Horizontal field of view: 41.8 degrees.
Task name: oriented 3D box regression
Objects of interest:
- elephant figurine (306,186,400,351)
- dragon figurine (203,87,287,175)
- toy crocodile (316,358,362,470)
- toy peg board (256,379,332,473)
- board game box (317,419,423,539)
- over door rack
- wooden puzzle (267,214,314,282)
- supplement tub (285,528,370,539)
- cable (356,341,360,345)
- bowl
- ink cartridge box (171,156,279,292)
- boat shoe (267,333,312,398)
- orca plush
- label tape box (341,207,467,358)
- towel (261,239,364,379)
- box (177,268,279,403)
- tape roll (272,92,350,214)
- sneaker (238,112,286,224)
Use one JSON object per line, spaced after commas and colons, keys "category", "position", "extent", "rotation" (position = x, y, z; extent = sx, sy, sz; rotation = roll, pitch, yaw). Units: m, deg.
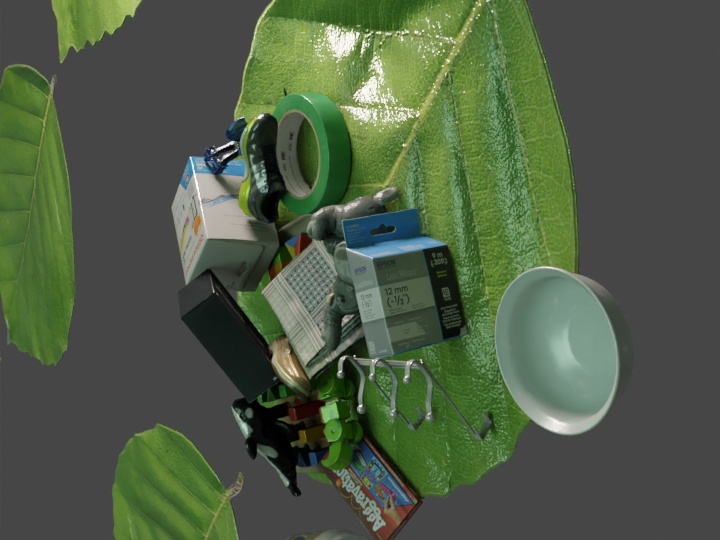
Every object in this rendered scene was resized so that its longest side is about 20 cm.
{"category": "elephant figurine", "position": [0.000, 0.000, 1.465], "extent": [0.155, 0.139, 0.203], "rotation": [124, 134, -63]}
{"category": "dragon figurine", "position": [-0.201, -0.242, 1.696], "extent": [0.199, 0.099, 0.059], "rotation": [-36, 88, 36]}
{"category": "toy crocodile", "position": [-0.044, 0.237, 1.610], "extent": [0.061, 0.067, 0.203], "rotation": [-21, 68, 30]}
{"category": "toy peg board", "position": [-0.123, 0.281, 1.734], "extent": [0.199, 0.097, 0.203], "rotation": [-16, 85, 55]}
{"category": "board game box", "position": [0.013, 0.356, 1.584], "extent": [0.104, 0.019, 0.200], "rotation": [-53, 50, 10]}
{"category": "over door rack", "position": [0.073, 0.191, 1.338], "extent": [0.146, 0.200, 0.067], "rotation": [-1, 57, 46]}
{"category": "wooden puzzle", "position": [-0.114, 0.016, 1.698], "extent": [0.184, 0.046, 0.203], "rotation": [-26, 77, 54]}
{"category": "supplement tub", "position": [-0.060, 0.535, 1.667], "extent": [0.199, 0.143, 0.147], "rotation": [-28, 76, 53]}
{"category": "cable", "position": [-0.079, 0.083, 1.636], "extent": [0.199, 0.050, 0.098], "rotation": [28, 150, 37]}
{"category": "bowl", "position": [0.261, 0.089, 1.144], "extent": [0.200, 0.089, 0.205], "rotation": [20, 115, 51]}
{"category": "ink cartridge box", "position": [-0.255, -0.084, 1.757], "extent": [0.148, 0.142, 0.202], "rotation": [-58, 40, 43]}
{"category": "boat shoe", "position": [-0.111, 0.147, 1.625], "extent": [0.076, 0.072, 0.200], "rotation": [-45, 26, 3]}
{"category": "orca plush", "position": [-0.146, 0.303, 1.662], "extent": [0.070, 0.105, 0.202], "rotation": [-27, 88, 23]}
{"category": "label tape box", "position": [0.064, 0.012, 1.359], "extent": [0.066, 0.141, 0.204], "rotation": [-14, 87, 56]}
{"category": "towel", "position": [-0.059, 0.048, 1.560], "extent": [0.192, 0.034, 0.201], "rotation": [-41, 61, 12]}
{"category": "box", "position": [-0.231, 0.112, 1.653], "extent": [0.201, 0.078, 0.141], "rotation": [55, 177, -21]}
{"category": "tape roll", "position": [-0.091, -0.199, 1.611], "extent": [0.199, 0.048, 0.204], "rotation": [19, 114, 52]}
{"category": "sneaker", "position": [-0.160, -0.173, 1.625], "extent": [0.081, 0.073, 0.203], "rotation": [34, 132, 38]}
